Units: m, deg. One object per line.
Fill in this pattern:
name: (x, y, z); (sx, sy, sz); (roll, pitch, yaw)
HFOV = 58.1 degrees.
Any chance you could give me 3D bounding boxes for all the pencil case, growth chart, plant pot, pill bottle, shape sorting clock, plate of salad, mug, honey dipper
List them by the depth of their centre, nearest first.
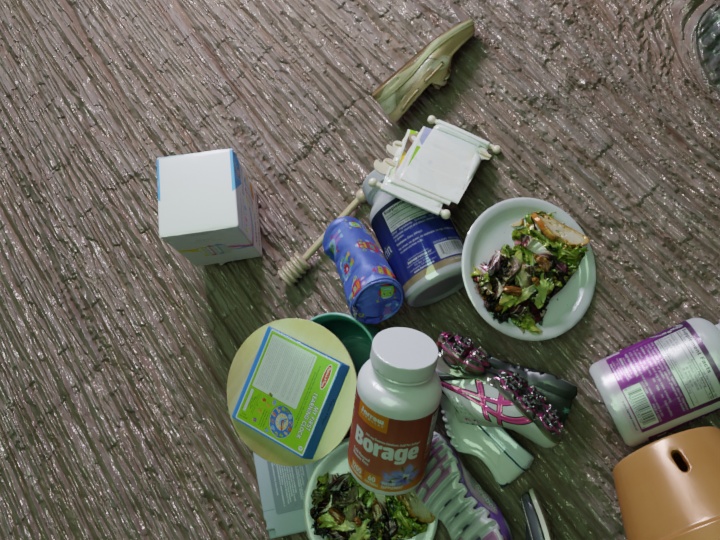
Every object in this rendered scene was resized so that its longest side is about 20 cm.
plant pot: (0.388, 0.276, 0.751); (0.198, 0.200, 0.142); (-27, 53, 15)
pill bottle: (0.399, 0.128, 0.805); (0.198, 0.112, 0.114); (-28, 71, 14)
pill bottle: (0.045, 0.181, 0.840); (0.111, 0.112, 0.203); (21, 122, 24)
plate of salad: (0.237, -0.006, 0.895); (0.196, 0.048, 0.205); (1, 79, -8)
shape sorting clock: (-0.097, 0.170, 0.912); (0.196, 0.039, 0.205); (-3, 81, 18)
plate of salad: (0.013, 0.340, 0.930); (0.196, 0.048, 0.204); (-1, 75, 6)
growth chart: (0.108, -0.159, 0.953); (0.143, 0.018, 0.201); (30, 55, 12)
pencil case: (0.000, 0.000, 0.963); (0.201, 0.077, 0.088); (-117, 42, -53)
pill bottle: (0.081, -0.059, 0.967); (0.114, 0.115, 0.203); (-29, 70, 14)
mug: (-0.036, 0.153, 0.975); (0.183, 0.114, 0.154); (-28, 71, 15)
honey dipper: (-0.057, -0.057, 1.067); (0.200, 0.038, 0.038); (-46, 67, 6)

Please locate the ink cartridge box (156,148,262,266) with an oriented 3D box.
ink cartridge box: (-0.241, -0.095, 1.072); (0.123, 0.200, 0.131); (-8, 76, 2)

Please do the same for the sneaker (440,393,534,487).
sneaker: (0.148, 0.217, 0.911); (0.200, 0.073, 0.071); (43, 93, 23)

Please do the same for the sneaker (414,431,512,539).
sneaker: (0.141, 0.315, 0.894); (0.081, 0.088, 0.201); (-48, 53, 20)

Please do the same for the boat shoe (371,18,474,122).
boat shoe: (0.110, -0.321, 1.038); (0.199, 0.071, 0.065); (-40, 103, 2)

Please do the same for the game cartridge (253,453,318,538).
game cartridge: (-0.102, 0.303, 1.017); (0.131, 0.040, 0.204); (-19, 74, 22)

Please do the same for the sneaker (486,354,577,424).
sneaker: (0.195, 0.162, 0.902); (0.197, 0.075, 0.081); (17, 89, 24)

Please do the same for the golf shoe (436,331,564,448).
golf shoe: (0.170, 0.170, 0.849); (0.199, 0.072, 0.093); (36, 112, 23)

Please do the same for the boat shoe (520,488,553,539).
boat shoe: (0.231, 0.393, 0.845); (0.062, 0.073, 0.204); (-15, 79, 15)
